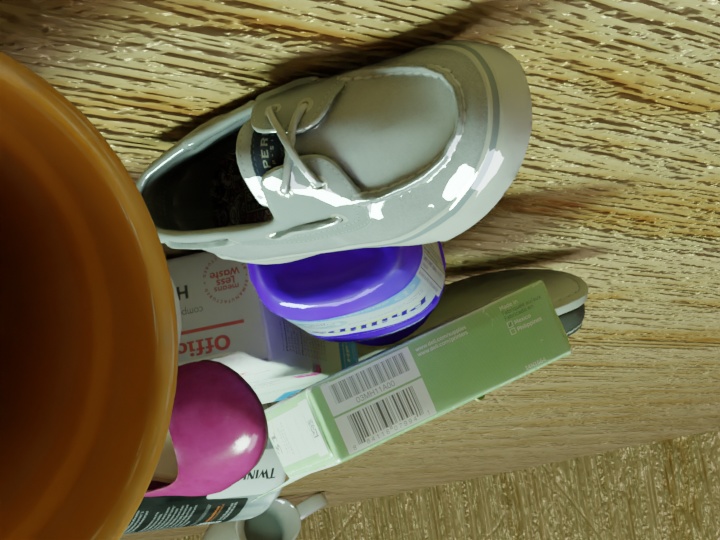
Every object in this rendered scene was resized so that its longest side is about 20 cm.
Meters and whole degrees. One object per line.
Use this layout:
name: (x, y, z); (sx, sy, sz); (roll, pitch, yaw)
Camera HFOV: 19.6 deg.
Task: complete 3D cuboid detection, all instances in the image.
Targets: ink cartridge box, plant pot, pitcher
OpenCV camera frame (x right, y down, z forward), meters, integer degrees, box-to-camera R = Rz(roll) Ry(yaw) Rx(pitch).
ink cartridge box: (0.015, 0.069, 1.144); (0.145, 0.048, 0.200); (-24, 178, -20)
plant pot: (-0.178, 0.019, 0.689); (0.199, 0.202, 0.183); (-5, -174, -19)
ink cartridge box: (-0.086, 0.034, 1.150); (0.114, 0.068, 0.200); (-12, 170, 16)
pitcher: (-0.144, 0.396, 3.098); (0.171, 0.122, 0.200); (-21, 166, -31)

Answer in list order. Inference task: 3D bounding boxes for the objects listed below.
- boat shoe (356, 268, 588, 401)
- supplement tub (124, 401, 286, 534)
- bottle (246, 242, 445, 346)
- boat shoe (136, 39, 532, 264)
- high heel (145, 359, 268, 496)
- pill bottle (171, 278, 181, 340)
boat shoe: (0.049, 0.053, 1.286); (0.200, 0.061, 0.072); (-17, -155, -12)
supplement tub: (-0.156, 0.114, 1.387); (0.199, 0.124, 0.122); (-3, 169, -35)
bottle: (0.000, 0.000, 1.037); (0.083, 0.066, 0.200); (-15, 170, 6)
boat shoe: (-0.018, -0.043, 0.797); (0.068, 0.073, 0.199); (-1, 176, -38)
high heel: (-0.128, 0.090, 1.030); (0.096, 0.068, 0.199); (-12, 176, -37)
pill bottle: (-0.176, 0.040, 0.970); (0.112, 0.113, 0.199); (1, 166, -45)
